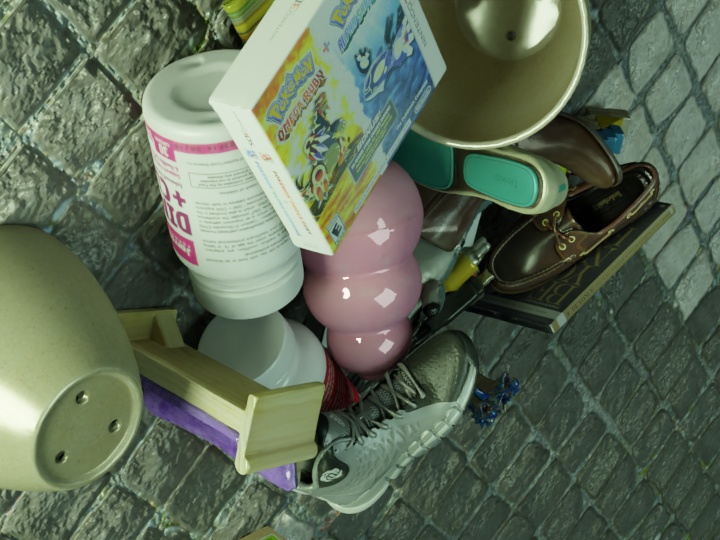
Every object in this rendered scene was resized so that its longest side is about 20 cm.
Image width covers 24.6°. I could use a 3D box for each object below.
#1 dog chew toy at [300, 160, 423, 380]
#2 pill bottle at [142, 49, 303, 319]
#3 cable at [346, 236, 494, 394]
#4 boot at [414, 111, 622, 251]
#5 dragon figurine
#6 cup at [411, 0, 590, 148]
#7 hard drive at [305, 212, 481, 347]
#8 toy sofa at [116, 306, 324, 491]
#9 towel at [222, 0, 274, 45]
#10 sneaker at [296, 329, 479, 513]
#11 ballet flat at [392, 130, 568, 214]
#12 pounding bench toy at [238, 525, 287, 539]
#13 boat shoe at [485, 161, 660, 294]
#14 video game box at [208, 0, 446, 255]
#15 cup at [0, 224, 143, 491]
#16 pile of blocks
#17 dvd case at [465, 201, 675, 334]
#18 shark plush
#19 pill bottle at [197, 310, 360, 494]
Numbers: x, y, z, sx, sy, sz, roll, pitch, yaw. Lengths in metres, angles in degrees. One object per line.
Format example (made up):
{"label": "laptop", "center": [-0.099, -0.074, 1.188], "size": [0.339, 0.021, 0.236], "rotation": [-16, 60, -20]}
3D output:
{"label": "dog chew toy", "center": [0.000, 0.000, 1.459], "size": [0.124, 0.124, 0.201], "rotation": [-23, 113, -39]}
{"label": "pill bottle", "center": [-0.103, -0.065, 1.325], "size": [0.113, 0.113, 0.201], "rotation": [-36, 138, -29]}
{"label": "cable", "center": [0.056, 0.046, 1.630], "size": [0.200, 0.050, 0.097], "rotation": [-39, 171, -5]}
{"label": "boot", "center": [0.128, -0.078, 1.553], "size": [0.200, 0.186, 0.064], "rotation": [-52, -179, -23]}
{"label": "dragon figurine", "center": [0.086, 0.119, 1.622], "size": [0.059, 0.100, 0.200], "rotation": [-37, 180, -25]}
{"label": "cup", "center": [0.113, -0.219, 1.423], "size": [0.143, 0.199, 0.201], "rotation": [-41, 148, -63]}
{"label": "hard drive", "center": [0.035, -0.002, 1.610], "size": [0.199, 0.026, 0.133], "rotation": [-12, 124, -46]}
{"label": "toy sofa", "center": [-0.130, 0.107, 1.342], "size": [0.083, 0.199, 0.098], "rotation": [-4, 113, -49]}
{"label": "towel", "center": [-0.051, -0.183, 1.389], "size": [0.086, 0.018, 0.200], "rotation": [-45, 142, -14]}
{"label": "sneaker", "center": [0.012, 0.126, 1.426], "size": [0.115, 0.075, 0.200], "rotation": [23, 109, -48]}
{"label": "ballet flat", "center": [0.101, -0.099, 1.473], "size": [0.069, 0.199, 0.070], "rotation": [-31, 134, -38]}
{"label": "pounding bench toy", "center": [-0.076, 0.381, 1.598], "size": [0.124, 0.200, 0.157], "rotation": [-22, 129, -40]}
{"label": "boat shoe", "center": [0.211, -0.048, 1.651], "size": [0.200, 0.071, 0.070], "rotation": [-35, 172, -2]}
{"label": "video game box", "center": [-0.018, -0.144, 1.261], "size": [0.201, 0.047, 0.182], "rotation": [-59, 144, -22]}
{"label": "cup", "center": [-0.245, 0.086, 1.236], "size": [0.200, 0.143, 0.201], "rotation": [-30, 136, -34]}
{"label": "pile of blocks", "center": [0.220, -0.114, 1.705], "size": [0.199, 0.082, 0.062], "rotation": [-20, 130, -42]}
{"label": "dvd case", "center": [0.212, -0.015, 1.713], "size": [0.200, 0.148, 0.016], "rotation": [-43, 121, -23]}
{"label": "shark plush", "center": [0.057, -0.015, 1.583], "size": [0.083, 0.090, 0.201], "rotation": [101, 14, -55]}
{"label": "pill bottle", "center": [-0.069, 0.114, 1.493], "size": [0.112, 0.112, 0.200], "rotation": [-50, 143, -13]}
